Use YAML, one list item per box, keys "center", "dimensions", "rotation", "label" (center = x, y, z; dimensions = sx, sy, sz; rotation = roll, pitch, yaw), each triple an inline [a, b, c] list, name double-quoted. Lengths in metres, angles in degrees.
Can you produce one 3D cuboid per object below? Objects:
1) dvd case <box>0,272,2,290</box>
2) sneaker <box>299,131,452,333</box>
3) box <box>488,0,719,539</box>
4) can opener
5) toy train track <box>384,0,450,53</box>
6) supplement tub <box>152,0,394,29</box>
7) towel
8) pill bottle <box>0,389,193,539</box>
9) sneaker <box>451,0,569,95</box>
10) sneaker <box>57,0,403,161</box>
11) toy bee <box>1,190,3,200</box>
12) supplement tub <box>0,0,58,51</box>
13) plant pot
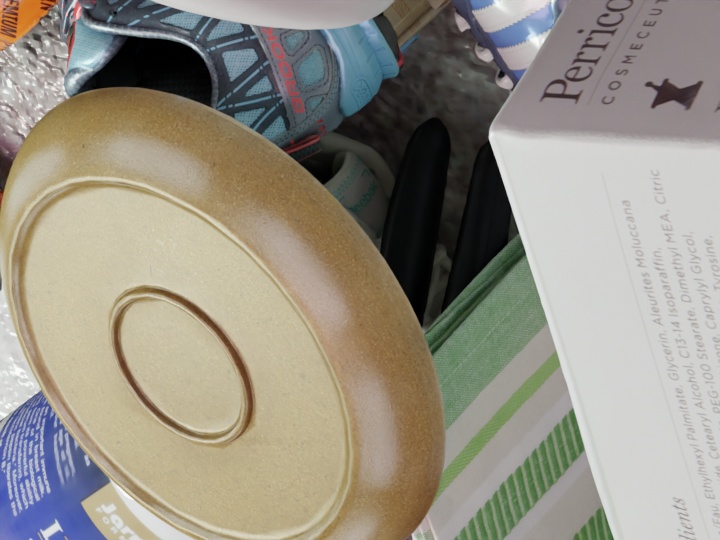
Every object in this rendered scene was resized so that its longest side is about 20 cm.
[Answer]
- center: [-0.219, -0.080, 1.166]
  dimensions: [0.199, 0.016, 0.150]
  rotation: [13, 111, 33]
  label: "dvd case"
- center: [0.000, 0.000, 1.175]
  dimensions: [0.200, 0.071, 0.080]
  rotation: [35, 138, -2]
  label: "sneaker"
- center: [0.155, -0.025, 0.942]
  dimensions: [0.130, 0.199, 0.201]
  rotation: [4, 133, 29]
  label: "box"
- center: [0.022, 0.042, 1.130]
  dimensions: [0.063, 0.079, 0.201]
  rotation: [19, 104, 6]
  label: "can opener"
- center: [-0.031, -0.060, 1.113]
  dimensions: [0.200, 0.033, 0.115]
  rotation: [-41, 87, 31]
  label: "toy train track"
- center: [-0.025, -0.186, 0.890]
  dimensions: [0.140, 0.140, 0.201]
  rotation: [23, 110, 11]
  label: "supplement tub"
- center: [0.073, 0.079, 1.147]
  dimensions: [0.023, 0.153, 0.201]
  rotation: [19, 143, 42]
  label: "towel"
- center: [-0.083, 0.082, 1.278]
  dimensions: [0.116, 0.116, 0.200]
  rotation: [41, 140, -11]
  label: "pill bottle"
- center: [0.043, -0.115, 1.029]
  dimensions: [0.146, 0.081, 0.201]
  rotation: [19, 143, 29]
  label: "sneaker"
- center: [-0.083, -0.108, 1.060]
  dimensions: [0.200, 0.096, 0.079]
  rotation: [38, 167, 27]
  label: "sneaker"
- center: [-0.254, -0.029, 1.280]
  dimensions: [0.199, 0.109, 0.131]
  rotation: [29, -178, 16]
  label: "toy bee"
- center: [-0.181, -0.161, 0.969]
  dimensions: [0.122, 0.123, 0.200]
  rotation: [-18, 137, 43]
  label: "supplement tub"
- center: [-0.058, 0.029, 1.060]
  dimensions: [0.199, 0.027, 0.201]
  rotation: [24, 134, 28]
  label: "plant pot"
